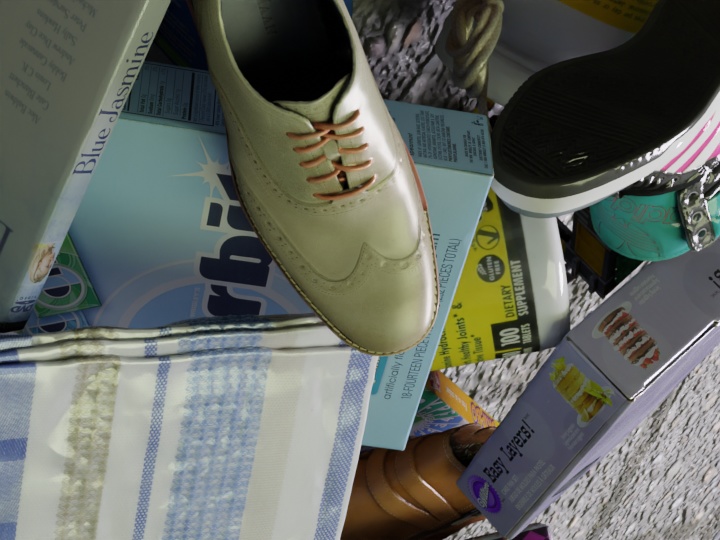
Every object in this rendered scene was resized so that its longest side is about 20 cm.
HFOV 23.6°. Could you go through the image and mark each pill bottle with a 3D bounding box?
[{"bbox_3d":[0.118,-0.180,0.861,0.112,0.112,0.201,3,121,-48],"label":"pill bottle"},{"bbox_3d":[0.000,0.000,0.869,0.198,0.113,0.113,-11,141,4],"label":"pill bottle"}]

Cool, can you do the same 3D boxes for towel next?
[{"bbox_3d":[-0.088,0.084,0.703,0.198,0.024,0.148,-4,117,-30],"label":"towel"}]

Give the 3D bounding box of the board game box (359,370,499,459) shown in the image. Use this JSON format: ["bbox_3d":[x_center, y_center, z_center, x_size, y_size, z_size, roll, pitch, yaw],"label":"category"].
[{"bbox_3d":[0.022,0.095,1.060,0.095,0.030,0.200,-16,157,17],"label":"board game box"}]

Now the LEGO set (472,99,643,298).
[{"bbox_3d":[0.148,-0.091,0.957,0.199,0.154,0.116,-33,160,-8],"label":"LEGO set"}]

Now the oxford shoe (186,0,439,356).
[{"bbox_3d":[-0.020,-0.050,0.651,0.070,0.074,0.201,-25,108,-1],"label":"oxford shoe"}]

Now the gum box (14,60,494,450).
[{"bbox_3d":[-0.058,-0.004,0.757,0.198,0.045,0.171,9,131,-8],"label":"gum box"}]

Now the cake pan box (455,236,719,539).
[{"bbox_3d":[0.156,0.041,0.937,0.199,0.052,0.185,-37,168,-30],"label":"cake pan box"}]

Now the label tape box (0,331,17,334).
[{"bbox_3d":[-0.165,0.102,0.735,0.143,0.066,0.199,-47,129,13],"label":"label tape box"}]

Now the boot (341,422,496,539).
[{"bbox_3d":[-0.001,0.136,1.012,0.199,0.078,0.155,13,152,-42],"label":"boot"}]

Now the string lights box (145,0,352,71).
[{"bbox_3d":[-0.053,-0.136,0.744,0.059,0.103,0.201,-24,139,-26],"label":"string lights box"}]

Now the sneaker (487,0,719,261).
[{"bbox_3d":[0.123,-0.049,0.807,0.199,0.083,0.122,-35,144,-36],"label":"sneaker"}]

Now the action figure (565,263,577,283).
[{"bbox_3d":[0.049,0.017,1.022,0.199,0.070,0.130,15,131,-43],"label":"action figure"}]

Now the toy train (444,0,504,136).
[{"bbox_3d":[0.029,-0.164,0.736,0.084,0.202,0.115,-12,160,31],"label":"toy train"}]

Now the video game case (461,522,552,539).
[{"bbox_3d":[0.013,0.196,1.059,0.198,0.036,0.181,-13,170,-5],"label":"video game case"}]

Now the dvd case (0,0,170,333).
[{"bbox_3d":[-0.142,-0.098,0.653,0.017,0.142,0.201,-10,132,-59],"label":"dvd case"}]
